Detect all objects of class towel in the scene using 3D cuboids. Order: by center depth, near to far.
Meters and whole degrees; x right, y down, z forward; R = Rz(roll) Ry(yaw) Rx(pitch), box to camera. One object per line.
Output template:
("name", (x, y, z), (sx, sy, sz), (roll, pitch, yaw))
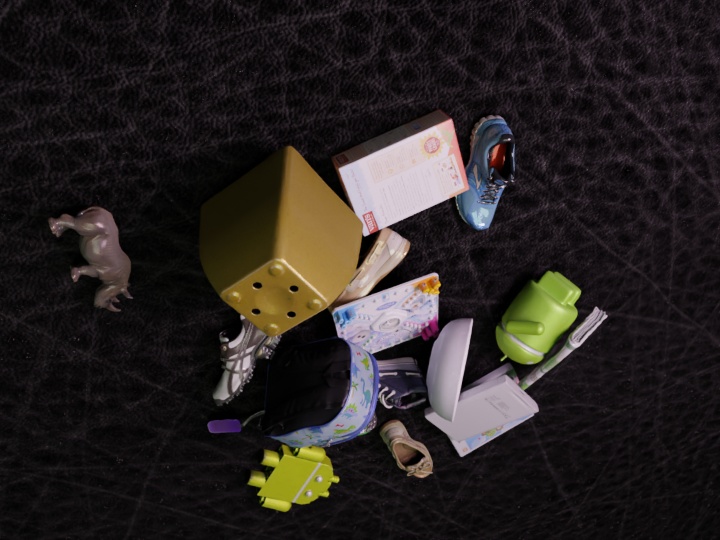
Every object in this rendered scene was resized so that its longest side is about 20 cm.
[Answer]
("towel", (0.403, 0.163, 1.299), (0.149, 0.031, 0.200), (-29, 161, -41))

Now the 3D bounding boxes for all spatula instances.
("spatula", (-0.200, 0.286, 1.256), (0.198, 0.021, 0.057), (-15, 144, -14))

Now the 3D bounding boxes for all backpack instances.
("backpack", (-0.060, 0.216, 1.132), (0.199, 0.184, 0.147), (-20, 142, 34))

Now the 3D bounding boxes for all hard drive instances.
("hard drive", (0.253, 0.294, 1.343), (0.199, 0.027, 0.132), (-30, 126, 27))

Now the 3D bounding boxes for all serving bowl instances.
("serving bowl", (0.168, 0.186, 1.236), (0.065, 0.200, 0.201), (10, 122, 12))

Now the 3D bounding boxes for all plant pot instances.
("plant pot", (-0.122, -0.021, 0.961), (0.193, 0.201, 0.195), (-30, 127, 22))

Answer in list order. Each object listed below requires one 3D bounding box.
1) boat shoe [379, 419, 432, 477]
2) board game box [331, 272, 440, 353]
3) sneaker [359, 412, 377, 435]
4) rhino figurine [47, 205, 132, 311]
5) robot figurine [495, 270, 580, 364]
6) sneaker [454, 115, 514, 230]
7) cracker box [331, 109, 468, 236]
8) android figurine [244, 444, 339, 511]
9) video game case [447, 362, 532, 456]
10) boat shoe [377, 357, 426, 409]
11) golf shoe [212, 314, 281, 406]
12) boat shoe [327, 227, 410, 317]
("boat shoe", (0.106, 0.410, 1.409), (0.073, 0.063, 0.200), (-36, 125, 5))
("board game box", (0.056, 0.100, 1.184), (0.199, 0.026, 0.201), (-20, 146, -7))
("sneaker", (-0.066, 0.290, 1.251), (0.198, 0.079, 0.085), (1, 155, 2))
("rhino figurine", (-0.404, -0.012, 0.986), (0.087, 0.060, 0.201), (-21, 128, -18))
("robot figurine", (0.348, 0.100, 1.268), (0.175, 0.116, 0.201), (3, 124, -56))
("sneaker", (0.216, -0.155, 1.086), (0.078, 0.090, 0.201), (-6, 123, -15))
("cracker box", (0.067, -0.161, 1.053), (0.199, 0.058, 0.135), (-24, 125, -4))
("android figurine", (-0.141, 0.441, 1.362), (0.199, 0.041, 0.183), (25, 109, -27))
("video game case", (0.279, 0.317, 1.435), (0.199, 0.022, 0.183), (-30, 125, 1))
("boat shoe", (0.037, 0.230, 1.257), (0.198, 0.093, 0.075), (-10, 127, -13))
("golf shoe", (-0.224, 0.152, 1.148), (0.094, 0.078, 0.200), (34, 104, -14))
("boat shoe", (0.000, 0.000, 1.127), (0.069, 0.074, 0.200), (41, 111, -9))
